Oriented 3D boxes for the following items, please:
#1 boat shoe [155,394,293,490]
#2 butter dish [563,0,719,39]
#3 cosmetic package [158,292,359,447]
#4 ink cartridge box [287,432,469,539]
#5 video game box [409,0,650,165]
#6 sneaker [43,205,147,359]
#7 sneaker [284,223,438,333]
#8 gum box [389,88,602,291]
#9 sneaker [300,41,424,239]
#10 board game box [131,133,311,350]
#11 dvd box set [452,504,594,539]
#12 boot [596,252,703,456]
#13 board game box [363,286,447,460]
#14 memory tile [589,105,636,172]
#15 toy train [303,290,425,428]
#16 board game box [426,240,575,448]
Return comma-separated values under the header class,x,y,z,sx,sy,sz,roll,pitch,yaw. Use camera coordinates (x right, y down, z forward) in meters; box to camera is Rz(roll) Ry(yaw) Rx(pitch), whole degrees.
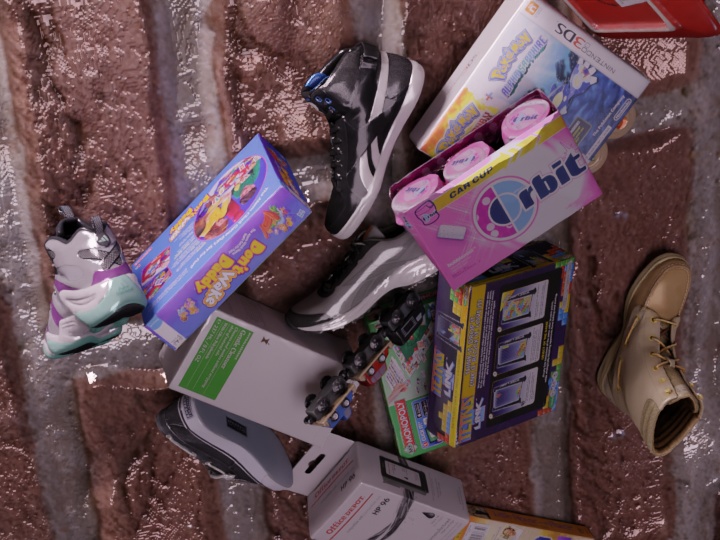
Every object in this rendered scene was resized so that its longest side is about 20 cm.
class,x,y,z,sx,sy,sz,roll,pitch,yaw
boat shoe,-0.153,0.202,1.606,0.068,0.074,0.199,-27,142,22
butter dish,0.269,-0.335,1.408,0.200,0.199,0.149,39,78,-29
cosmetic package,-0.108,0.102,1.564,0.198,0.085,0.108,24,105,-25
ink cartridge box,0.015,0.277,1.685,0.198,0.068,0.116,23,124,-25
video game box,0.180,-0.172,1.507,0.181,0.047,0.201,29,106,-24
sneaker,-0.291,0.003,1.462,0.077,0.141,0.199,-15,169,-39
sneaker,0.000,0.000,1.555,0.199,0.074,0.080,-32,112,-5
gum box,0.136,-0.080,1.477,0.199,0.066,0.114,-33,121,3
sneaker,-0.023,-0.141,1.474,0.111,0.073,0.202,20,102,-21
board game box,-0.146,-0.031,1.453,0.200,0.135,0.045,-45,120,10
dvd box set,0.185,0.378,1.822,0.198,0.029,0.148,13,113,-23
boot,0.354,0.097,1.651,0.072,0.156,0.202,14,113,-22
board game box,0.087,0.117,1.659,0.133,0.029,0.202,-17,120,-6
memory tile,0.197,-0.166,1.550,0.199,0.017,0.154,33,104,-28
toy train,0.007,0.100,1.543,0.200,0.034,0.046,-48,118,-27
board game box,0.158,0.082,1.608,0.164,0.057,0.203,-14,119,-35
